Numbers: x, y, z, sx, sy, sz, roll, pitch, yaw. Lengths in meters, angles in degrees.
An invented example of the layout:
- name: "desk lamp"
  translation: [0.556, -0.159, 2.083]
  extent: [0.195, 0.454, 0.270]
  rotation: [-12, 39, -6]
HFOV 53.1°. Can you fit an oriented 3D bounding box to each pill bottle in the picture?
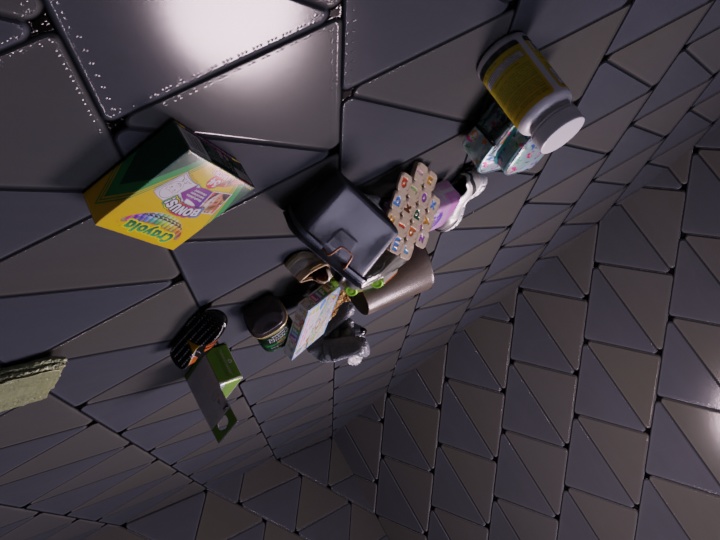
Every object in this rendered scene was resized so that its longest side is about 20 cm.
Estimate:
- name: "pill bottle"
  translation: [0.310, -0.321, 1.310]
  extent: [0.113, 0.202, 0.115]
  rotation: [-28, 162, -10]

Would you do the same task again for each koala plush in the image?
- name: "koala plush"
  translation: [-0.053, 0.195, 2.129]
  extent: [0.182, 0.180, 0.200]
  rotation: [-25, 165, 15]

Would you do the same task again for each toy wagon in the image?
- name: "toy wagon"
  translation: [0.000, 0.000, 1.732]
  extent: [0.197, 0.040, 0.156]
  rotation: [-19, -148, 24]

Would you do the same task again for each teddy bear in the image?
- name: "teddy bear"
  translation: [-0.084, 0.078, 1.905]
  extent: [0.144, 0.067, 0.200]
  rotation: [-11, 151, -46]

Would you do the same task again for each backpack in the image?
- name: "backpack"
  translation: [0.318, -0.289, 1.519]
  extent: [0.176, 0.152, 0.200]
  rotation: [-19, 163, -40]

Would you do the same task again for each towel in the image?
- name: "towel"
  translation: [-0.652, 0.218, 1.335]
  extent: [0.198, 0.037, 0.149]
  rotation: [-16, 157, -45]

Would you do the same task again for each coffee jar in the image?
- name: "coffee jar"
  translation: [-0.222, 0.132, 1.775]
  extent: [0.103, 0.086, 0.200]
  rotation: [-31, 162, -6]

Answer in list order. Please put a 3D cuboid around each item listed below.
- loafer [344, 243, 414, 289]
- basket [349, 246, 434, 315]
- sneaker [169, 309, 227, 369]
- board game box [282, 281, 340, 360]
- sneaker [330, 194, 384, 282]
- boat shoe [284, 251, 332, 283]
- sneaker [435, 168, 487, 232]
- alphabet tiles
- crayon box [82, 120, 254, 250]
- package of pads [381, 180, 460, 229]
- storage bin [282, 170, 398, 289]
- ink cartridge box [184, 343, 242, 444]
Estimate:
- name: "loafer"
  translation: [0.044, -0.009, 1.608]
  extent: [0.199, 0.070, 0.070]
  rotation: [-32, 145, -28]
- name: "basket"
  translation: [0.068, 0.015, 1.833]
  extent: [0.198, 0.136, 0.183]
  rotation: [-29, 122, -22]
- name: "sneaker"
  translation: [-0.351, 0.142, 1.629]
  extent: [0.200, 0.070, 0.090]
  rotation: [-44, 174, 31]
- name: "board game box"
  translation: [-0.121, 0.121, 1.806]
  extent: [0.134, 0.034, 0.201]
  rotation: [-38, 159, -42]
- name: "sneaker"
  translation: [0.007, -0.067, 1.522]
  extent: [0.114, 0.075, 0.203]
  rotation: [-5, 121, -31]
- name: "boat shoe"
  translation: [-0.093, -0.003, 1.667]
  extent: [0.074, 0.070, 0.199]
  rotation: [-43, 160, 31]
- name: "sneaker"
  translation: [0.229, -0.175, 1.790]
  extent: [0.079, 0.074, 0.201]
  rotation: [-11, 144, -43]
- name: "alphabet tiles"
  translation: [0.112, -0.128, 1.570]
  extent: [0.195, 0.014, 0.203]
  rotation: [23, 86, -57]
- name: "crayon box"
  translation: [-0.276, -0.116, 1.065]
  extent: [0.172, 0.059, 0.200]
  rotation: [-36, 162, 10]
- name: "package of pads"
  translation: [0.133, -0.134, 1.707]
  extent: [0.198, 0.076, 0.121]
  rotation: [-22, 157, -31]
- name: "storage bin"
  translation: [-0.028, -0.082, 1.372]
  extent: [0.199, 0.146, 0.134]
  rotation: [39, 101, -27]
- name: "ink cartridge box"
  translation: [-0.354, 0.315, 1.836]
  extent: [0.075, 0.202, 0.148]
  rotation: [-16, 157, -42]
